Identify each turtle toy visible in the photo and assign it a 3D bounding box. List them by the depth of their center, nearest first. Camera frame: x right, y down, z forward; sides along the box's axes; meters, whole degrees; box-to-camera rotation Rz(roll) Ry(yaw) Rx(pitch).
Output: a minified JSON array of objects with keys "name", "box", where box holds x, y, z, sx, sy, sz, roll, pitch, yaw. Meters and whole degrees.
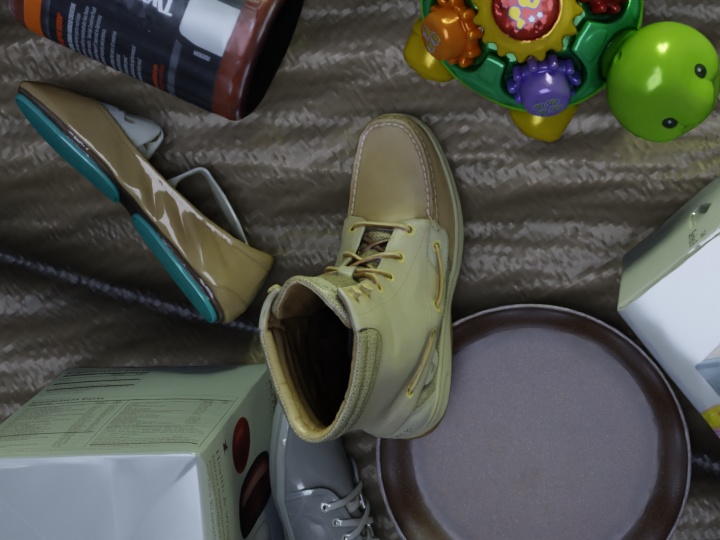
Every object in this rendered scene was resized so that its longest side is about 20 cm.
[{"name":"turtle toy","box":[0.119,-0.145,0.967,0.199,0.101,0.147,29,104,2]}]

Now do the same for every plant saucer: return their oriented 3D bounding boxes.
[{"name":"plant saucer","box":[0.109,0.117,1.057,0.198,0.032,0.203,2,101,8]}]

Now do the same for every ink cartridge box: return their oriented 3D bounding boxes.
[{"name":"ink cartridge box","box":[0.242,0.056,0.965,0.087,0.145,0.201,-37,95,15]}]

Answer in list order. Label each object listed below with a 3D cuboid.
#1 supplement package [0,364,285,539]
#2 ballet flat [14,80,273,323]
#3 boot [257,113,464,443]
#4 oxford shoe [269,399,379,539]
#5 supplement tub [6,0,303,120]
[{"name":"supplement package","box":[-0.134,0.174,1.020,0.145,0.200,0.194,-2,102,9]},{"name":"ballet flat","box":[-0.133,-0.056,1.054,0.063,0.069,0.200,-43,95,-14]},{"name":"boot","box":[0.000,0.000,0.975,0.072,0.155,0.203,0,87,25]},{"name":"oxford shoe","box":[-0.017,0.157,1.060,0.057,0.075,0.202,4,110,31]},{"name":"supplement tub","box":[-0.139,-0.175,1.000,0.198,0.107,0.108,24,104,3]}]
